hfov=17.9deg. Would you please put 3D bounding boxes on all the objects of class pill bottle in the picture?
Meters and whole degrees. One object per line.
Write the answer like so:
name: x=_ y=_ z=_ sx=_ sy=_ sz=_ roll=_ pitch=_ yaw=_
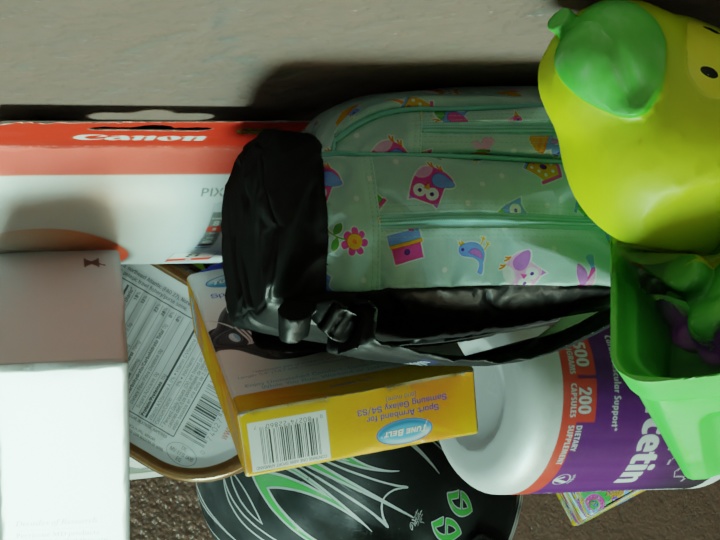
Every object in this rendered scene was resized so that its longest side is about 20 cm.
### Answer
pill bottle: x=0.148 y=0.070 z=1.309 sx=0.199 sy=0.113 sz=0.112 roll=1 pitch=170 yaw=-30

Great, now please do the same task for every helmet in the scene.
helmet: x=-0.011 y=0.134 z=1.486 sx=0.190 sy=0.201 sz=0.200 roll=29 pitch=159 yaw=-21

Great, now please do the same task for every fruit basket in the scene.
fruit basket: x=0.160 y=-0.038 z=0.963 sx=0.155 sy=0.217 sz=0.216 roll=-5 pitch=171 yaw=10

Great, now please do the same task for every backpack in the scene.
backpack: x=0.040 y=-0.023 z=1.081 sx=0.199 sy=0.127 sz=0.167 roll=-3 pitch=-176 yaw=-11

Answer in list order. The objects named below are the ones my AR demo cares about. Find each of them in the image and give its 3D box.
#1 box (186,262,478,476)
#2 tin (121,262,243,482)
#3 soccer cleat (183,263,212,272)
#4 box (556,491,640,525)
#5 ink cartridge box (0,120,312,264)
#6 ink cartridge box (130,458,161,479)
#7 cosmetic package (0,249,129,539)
box: x=-0.020 y=0.037 z=1.186 sx=0.118 sy=0.042 sz=0.200 roll=-10 pitch=-158 yaw=-8
tin: x=-0.129 y=0.041 z=1.299 sx=0.199 sy=0.112 sz=0.042 roll=30 pitch=-179 yaw=4
soccer cleat: x=-0.040 y=0.030 z=1.350 sx=0.200 sy=0.068 sz=0.081 roll=38 pitch=146 yaw=-19
box: x=0.212 y=0.076 z=1.582 sx=0.199 sy=0.122 sz=0.193 roll=-28 pitch=172 yaw=-3
ink cartridge box: x=-0.121 y=-0.037 z=1.176 sx=0.161 sy=0.050 sz=0.200 roll=-1 pitch=174 yaw=-17
ink cartridge box: x=-0.166 y=0.053 z=1.432 sx=0.083 sy=0.146 sz=0.200 roll=-6 pitch=172 yaw=7
cosmetic package: x=-0.159 y=0.099 z=1.218 sx=0.071 sy=0.201 sz=0.102 roll=-2 pitch=-145 yaw=-8
